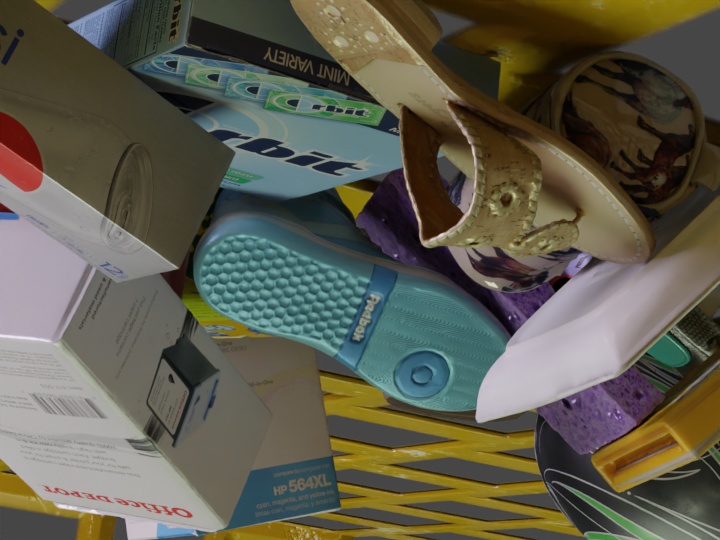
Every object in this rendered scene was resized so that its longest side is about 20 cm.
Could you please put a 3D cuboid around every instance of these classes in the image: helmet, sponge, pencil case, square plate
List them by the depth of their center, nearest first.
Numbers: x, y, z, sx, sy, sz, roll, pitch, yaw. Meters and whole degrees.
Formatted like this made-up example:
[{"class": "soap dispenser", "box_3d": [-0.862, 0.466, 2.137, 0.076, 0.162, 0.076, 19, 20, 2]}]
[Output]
[{"class": "square plate", "box_3d": [0.149, -0.007, 0.988, 0.028, 0.198, 0.200, 48, 161, -3]}, {"class": "pencil case", "box_3d": [0.104, -0.042, 0.998, 0.089, 0.078, 0.200, 37, 162, -5]}, {"class": "sponge", "box_3d": [0.082, 0.021, 1.156, 0.200, 0.030, 0.112, 46, 164, 3]}, {"class": "helmet", "box_3d": [0.232, 0.131, 1.434, 0.199, 0.202, 0.190, 12, 173, -21]}]

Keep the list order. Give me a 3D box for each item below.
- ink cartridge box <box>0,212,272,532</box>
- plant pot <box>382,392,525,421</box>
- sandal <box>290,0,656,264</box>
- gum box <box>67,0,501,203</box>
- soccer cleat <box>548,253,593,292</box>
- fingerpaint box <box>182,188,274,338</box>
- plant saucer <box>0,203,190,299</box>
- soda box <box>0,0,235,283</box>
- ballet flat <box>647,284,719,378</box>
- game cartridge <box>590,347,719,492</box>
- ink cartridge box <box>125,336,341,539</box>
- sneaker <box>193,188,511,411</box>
[{"class": "ink cartridge box", "box_3d": [-0.162, 0.058, 1.132, 0.146, 0.086, 0.200, 4, 148, 31]}, {"class": "plant pot", "box_3d": [0.072, 0.052, 1.406, 0.199, 0.093, 0.201, 6, 167, 1]}, {"class": "sandal", "box_3d": [0.037, -0.045, 0.866, 0.212, 0.070, 0.077, 42, 154, -23]}, {"class": "gum box", "box_3d": [-0.058, -0.087, 0.978, 0.169, 0.045, 0.199, 15, 166, -31]}, {"class": "soccer cleat", "box_3d": [0.112, 0.001, 1.193, 0.066, 0.077, 0.200, 11, 166, -16]}, {"class": "fingerpaint box", "box_3d": [-0.133, -0.008, 1.295, 0.199, 0.074, 0.166, -3, 163, 39]}, {"class": "plant saucer", "box_3d": [-0.198, -0.023, 1.146, 0.199, 0.037, 0.200, 21, 152, 1]}, {"class": "soda box", "box_3d": [-0.157, -0.076, 0.888, 0.200, 0.069, 0.063, 37, 155, -25]}, {"class": "ballet flat", "box_3d": [0.233, 0.050, 1.325, 0.200, 0.072, 0.072, 42, 163, -3]}, {"class": "game cartridge", "box_3d": [0.230, 0.046, 1.137, 0.032, 0.200, 0.176, 49, 167, 5]}, {"class": "ink cartridge box", "box_3d": [-0.109, 0.091, 1.481, 0.124, 0.202, 0.128, -6, 175, -29]}, {"class": "sneaker", "box_3d": [0.000, 0.000, 1.152, 0.199, 0.080, 0.131, 27, -158, -15]}]
